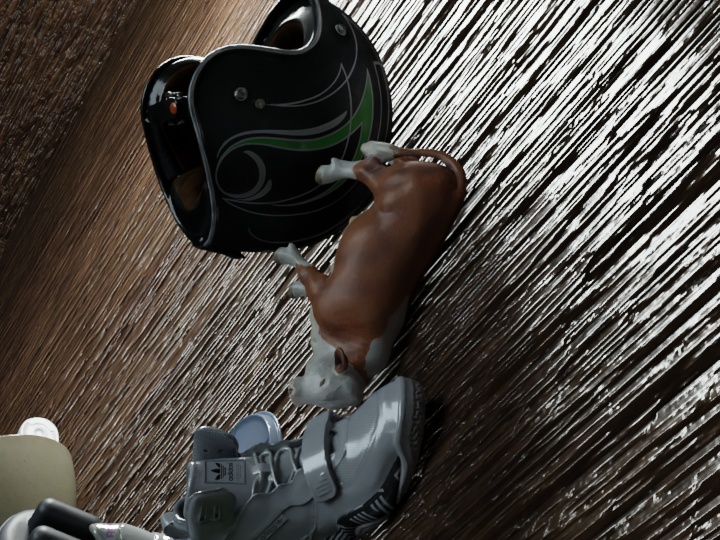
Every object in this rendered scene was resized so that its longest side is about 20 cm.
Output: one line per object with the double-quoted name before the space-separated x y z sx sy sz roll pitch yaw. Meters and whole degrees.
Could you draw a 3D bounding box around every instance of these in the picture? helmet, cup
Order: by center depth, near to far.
"helmet" -0.065 -0.119 1.100 0.200 0.188 0.202 46 146 46
"cup" -0.412 0.307 1.568 0.201 0.198 0.144 -52 50 35

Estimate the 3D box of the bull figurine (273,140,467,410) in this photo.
"bull figurine" 0.000 0.000 0.952 0.121 0.065 0.201 35 94 37

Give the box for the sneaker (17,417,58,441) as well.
"sneaker" -0.449 0.311 1.803 0.202 0.079 0.147 -95 26 -49

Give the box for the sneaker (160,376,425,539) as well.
"sneaker" -0.046 0.131 0.870 0.201 0.114 0.076 -53 23 32

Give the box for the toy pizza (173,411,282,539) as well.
"toy pizza" -0.102 0.208 1.059 0.201 0.031 0.202 -53 22 32

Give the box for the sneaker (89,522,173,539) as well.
"sneaker" -0.232 0.315 1.174 0.075 0.099 0.203 -9 61 65

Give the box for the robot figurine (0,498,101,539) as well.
"robot figurine" -0.338 0.332 1.406 0.150 0.125 0.201 -15 -36 -58
